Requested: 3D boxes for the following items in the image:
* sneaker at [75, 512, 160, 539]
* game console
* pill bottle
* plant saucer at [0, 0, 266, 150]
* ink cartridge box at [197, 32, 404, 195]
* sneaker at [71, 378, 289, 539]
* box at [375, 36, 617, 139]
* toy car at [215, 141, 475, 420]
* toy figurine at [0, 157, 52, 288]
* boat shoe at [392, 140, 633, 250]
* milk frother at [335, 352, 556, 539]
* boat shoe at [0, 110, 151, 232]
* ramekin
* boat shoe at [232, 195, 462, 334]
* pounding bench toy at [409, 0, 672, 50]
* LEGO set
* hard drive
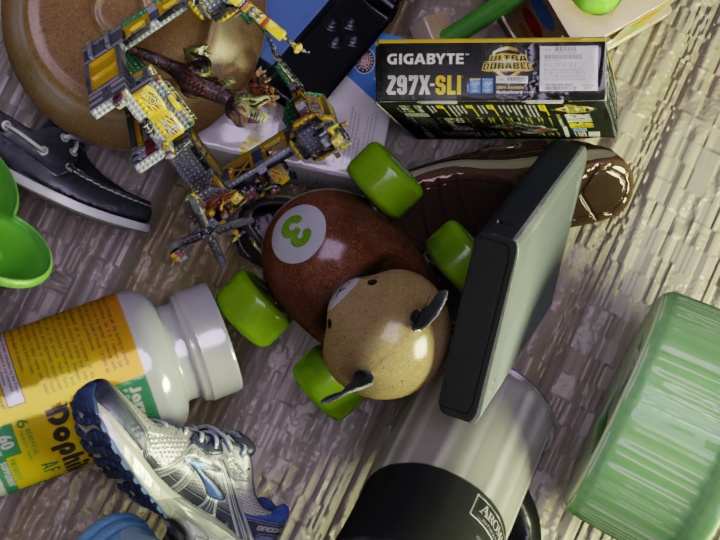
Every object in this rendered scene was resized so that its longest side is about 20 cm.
[{"bbox_3d":[-0.163,0.264,1.410,0.079,0.131,0.201,-10,121,-31],"label":"sneaker"},{"bbox_3d":[-0.062,-0.245,1.395,0.200,0.119,0.172,36,67,6],"label":"game console"},{"bbox_3d":[-0.192,0.081,1.402,0.199,0.113,0.113,-19,86,-9],"label":"pill bottle"},{"bbox_3d":[-0.168,-0.186,1.389,0.200,0.035,0.201,1,94,9],"label":"plant saucer"},{"bbox_3d":[-0.077,-0.134,1.462,0.199,0.067,0.117,12,80,-5],"label":"ink cartridge box"},{"bbox_3d":[-0.123,0.135,1.359,0.085,0.077,0.200,-48,122,-17],"label":"sneaker"},{"bbox_3d":[0.103,-0.129,1.400,0.159,0.200,0.050,-1,86,10],"label":"box"},{"bbox_3d":[0.004,0.028,1.334,0.164,0.200,0.158,-44,104,7],"label":"toy car"},{"bbox_3d":[-0.328,0.010,1.368,0.200,0.150,0.184,41,120,16],"label":"toy figurine"},{"bbox_3d":[0.102,-0.062,1.478,0.202,0.075,0.075,-4,119,-14],"label":"boat shoe"},{"bbox_3d":[0.023,0.181,1.414,0.199,0.181,0.188,9,43,22],"label":"milk frother"},{"bbox_3d":[-0.240,-0.087,1.434,0.200,0.076,0.060,23,87,-5],"label":"boat shoe"},{"bbox_3d":[0.227,0.113,1.411,0.097,0.200,0.200,25,81,4],"label":"ramekin"},{"bbox_3d":[0.000,0.000,1.460,0.201,0.061,0.072,21,81,-4],"label":"boat shoe"},{"bbox_3d":[0.140,-0.215,1.453,0.200,0.156,0.124,-30,88,-9],"label":"pounding bench toy"},{"bbox_3d":[-0.097,-0.105,1.319,0.153,0.116,0.200,-25,123,4],"label":"LEGO set"},{"bbox_3d":[0.109,0.002,1.366,0.033,0.200,0.140,17,116,13],"label":"hard drive"}]
